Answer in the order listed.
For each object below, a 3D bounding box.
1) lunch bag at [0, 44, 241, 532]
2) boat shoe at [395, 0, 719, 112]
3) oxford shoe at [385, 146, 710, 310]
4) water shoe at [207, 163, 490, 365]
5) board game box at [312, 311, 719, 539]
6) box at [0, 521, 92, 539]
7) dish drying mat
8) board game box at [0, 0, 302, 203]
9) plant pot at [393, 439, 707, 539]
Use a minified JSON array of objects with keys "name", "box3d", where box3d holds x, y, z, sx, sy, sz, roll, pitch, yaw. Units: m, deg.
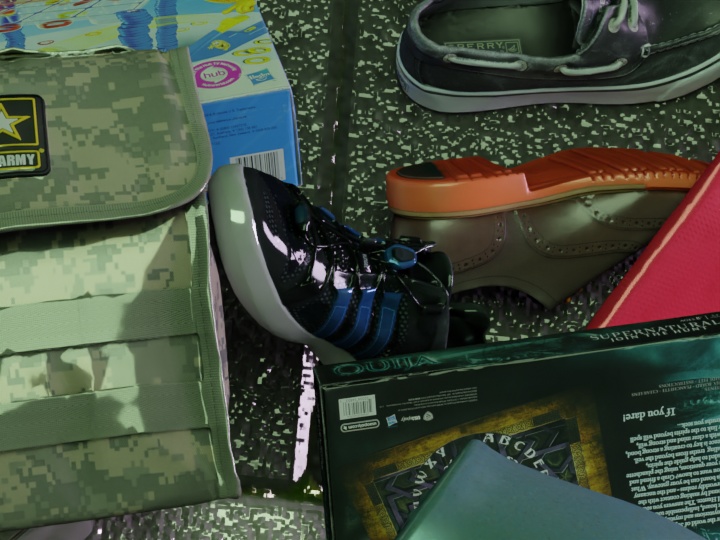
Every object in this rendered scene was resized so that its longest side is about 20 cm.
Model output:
[{"name":"lunch bag","box3d":[-0.140,0.005,0.877,0.163,0.118,0.202,-6,87,-9]},{"name":"boat shoe","box3d":[0.117,-0.130,1.098,0.198,0.068,0.072,-6,69,-7]},{"name":"oxford shoe","box3d":[0.107,-0.021,1.067,0.198,0.071,0.073,-4,103,-14]},{"name":"water shoe","box3d":[0.000,0.000,0.969,0.078,0.200,0.072,-22,57,16]},{"name":"board game box","box3d":[0.081,0.098,0.985,0.198,0.028,0.136,-7,110,-8]},{"name":"box","box3d":[-0.216,0.061,0.981,0.078,0.095,0.200,-39,78,-18]},{"name":"dish drying mat","box3d":[0.180,-0.014,1.049,0.200,0.077,0.018,-51,37,-10]},{"name":"board game box","box3d":[-0.145,-0.097,1.017,0.198,0.056,0.196,-11,37,-9]},{"name":"plant pot","box3d":[0.081,0.177,0.895,0.188,0.200,0.200,37,70,5]}]
